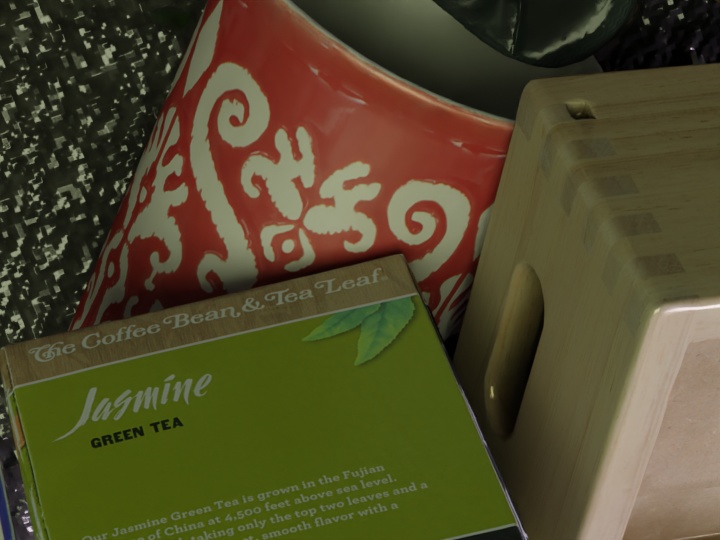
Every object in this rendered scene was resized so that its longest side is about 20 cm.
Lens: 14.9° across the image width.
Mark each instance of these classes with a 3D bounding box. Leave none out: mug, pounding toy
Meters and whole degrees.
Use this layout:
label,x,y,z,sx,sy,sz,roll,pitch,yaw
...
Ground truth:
label,x,y,z,sx,sy,sz,roll,pitch,yaw
mug,-0.004,0.004,0.917,0.177,0.133,0.200,27,115,-6
pounding toy,0.133,-0.005,0.855,0.184,0.142,0.200,-6,135,-20

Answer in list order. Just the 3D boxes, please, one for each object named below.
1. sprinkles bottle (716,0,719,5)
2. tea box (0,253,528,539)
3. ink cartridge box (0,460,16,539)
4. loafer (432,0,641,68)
label,x,y,z,sx,sy,sz,roll,pitch,yaw
sprinkles bottle,0.077,-0.164,0.870,0.200,0.068,0.068,43,109,-14
tea box,-0.015,0.140,0.827,0.134,0.197,0.200,-13,131,-8
ink cartridge box,-0.195,0.157,1.007,0.200,0.100,0.039,-29,141,16
loafer,0.009,-0.138,0.884,0.073,0.072,0.200,-45,82,11
